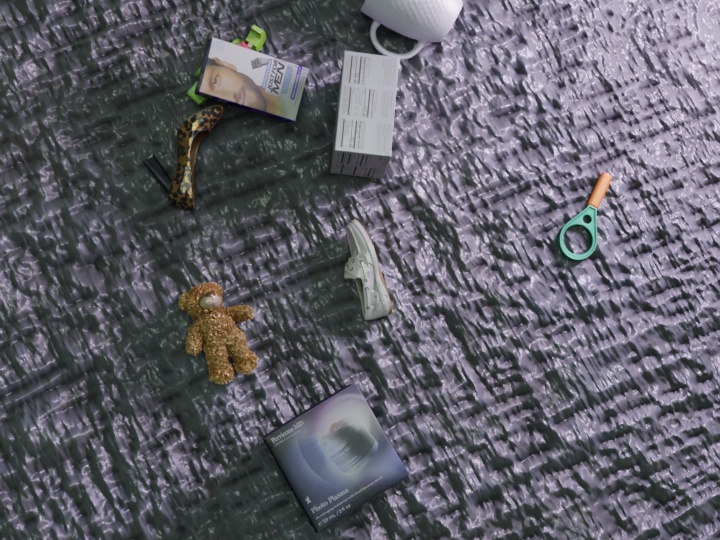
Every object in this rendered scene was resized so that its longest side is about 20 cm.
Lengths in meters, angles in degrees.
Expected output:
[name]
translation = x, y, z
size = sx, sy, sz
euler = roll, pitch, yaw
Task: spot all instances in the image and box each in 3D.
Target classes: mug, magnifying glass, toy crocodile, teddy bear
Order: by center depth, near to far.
[teddy bear]
translation = -0.268, 0.116, 1.651
size = 0.144, 0.067, 0.201
euler = -6, 82, -10
[toy crocodile]
translation = -0.265, -0.410, 1.742
size = 0.200, 0.062, 0.068
euler = -44, 88, -11
[mug]
translation = 0.098, -0.528, 1.777
size = 0.175, 0.148, 0.200
euler = 28, 108, -9
[magnifying glass]
translation = 0.471, -0.112, 1.802
size = 0.079, 0.022, 0.200
euler = 27, 78, -2

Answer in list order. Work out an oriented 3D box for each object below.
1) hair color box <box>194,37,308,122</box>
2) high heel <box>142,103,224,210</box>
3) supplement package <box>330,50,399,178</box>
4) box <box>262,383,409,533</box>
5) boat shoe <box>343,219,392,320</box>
[hair color box]
translation = -0.213, -0.371, 1.705
size = 0.199, 0.065, 0.110
euler = 13, 93, -19
[high heel]
translation = -0.310, -0.218, 1.695
size = 0.200, 0.071, 0.143
euler = -41, 81, 5
[supplement package]
translation = 0.007, -0.301, 1.709
size = 0.110, 0.156, 0.201
euler = 6, 80, -4
[box]
translation = -0.049, 0.343, 1.612
size = 0.200, 0.123, 0.199
euler = -30, 84, -11
[boat shoe]
translation = 0.000, 0.000, 1.700
size = 0.069, 0.071, 0.201
euler = -18, 84, -11
